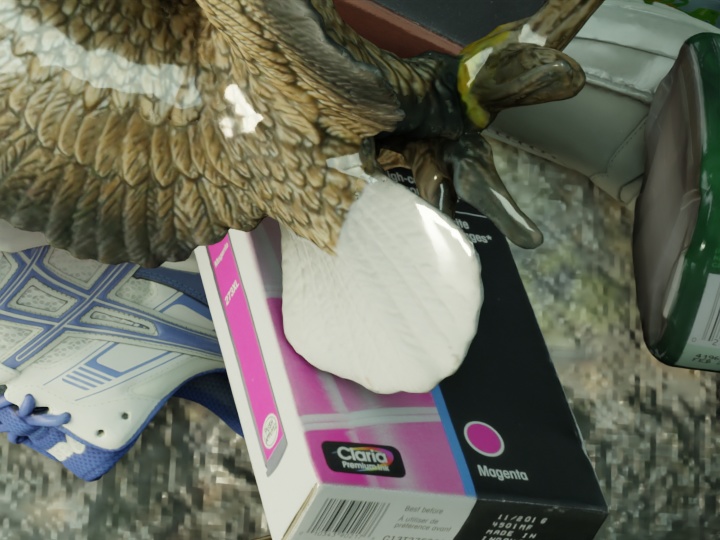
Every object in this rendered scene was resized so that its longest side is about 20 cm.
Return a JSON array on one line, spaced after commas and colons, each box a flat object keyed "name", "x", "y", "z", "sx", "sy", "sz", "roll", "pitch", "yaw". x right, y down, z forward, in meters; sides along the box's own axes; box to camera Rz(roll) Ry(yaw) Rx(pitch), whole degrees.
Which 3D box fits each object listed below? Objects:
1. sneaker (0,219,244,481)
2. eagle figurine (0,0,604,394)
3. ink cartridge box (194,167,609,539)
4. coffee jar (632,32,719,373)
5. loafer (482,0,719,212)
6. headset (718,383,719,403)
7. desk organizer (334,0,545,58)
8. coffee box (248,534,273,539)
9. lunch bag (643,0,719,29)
[{"name": "sneaker", "x": -0.101, "y": 0.021, "z": 0.755, "sx": 0.199, "sy": 0.075, "sz": 0.089, "roll": -4, "pitch": 83, "yaw": -25}, {"name": "eagle figurine", "x": -0.043, "y": -0.070, "z": 0.651, "sx": 0.199, "sy": 0.151, "sz": 0.152, "roll": 20, "pitch": 96, "yaw": -36}, {"name": "ink cartridge box", "x": 0.000, "y": 0.000, "z": 0.738, "sx": 0.094, "sy": 0.037, "sz": 0.201, "roll": 7, "pitch": 42, "yaw": -27}, {"name": "coffee jar", "x": 0.188, "y": -0.009, "z": 0.756, "sx": 0.199, "sy": 0.086, "sz": 0.105, "roll": 9, "pitch": 38, "yaw": -5}, {"name": "loafer", "x": 0.110, "y": -0.043, "z": 0.827, "sx": 0.199, "sy": 0.070, "sz": 0.070, "roll": 12, "pitch": 67, "yaw": -9}, {"name": "headset", "x": 0.163, "y": 0.071, "z": 0.752, "sx": 0.123, "sy": 0.200, "sz": 0.095, "roll": -1, "pitch": 111, "yaw": -21}, {"name": "desk organizer", "x": 0.028, "y": -0.166, "z": 0.782, "sx": 0.072, "sy": 0.077, "sz": 0.201, "roll": 22, "pitch": 79, "yaw": -35}, {"name": "coffee box", "x": -0.001, "y": 0.180, "z": 0.730, "sx": 0.079, "sy": 0.114, "sz": 0.201, "roll": -13, "pitch": 79, "yaw": -13}, {"name": "lunch bag", "x": 0.132, "y": -0.179, "z": 0.849, "sx": 0.160, "sy": 0.082, "sz": 0.201, "roll": 18, "pitch": 72, "yaw": -14}]
